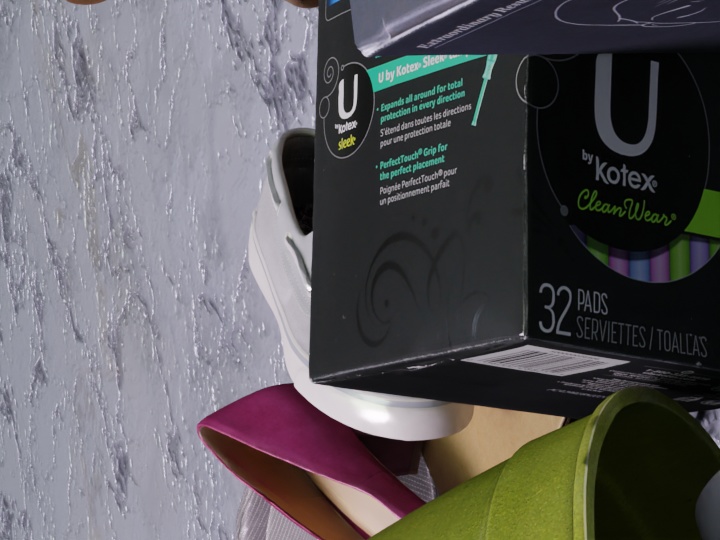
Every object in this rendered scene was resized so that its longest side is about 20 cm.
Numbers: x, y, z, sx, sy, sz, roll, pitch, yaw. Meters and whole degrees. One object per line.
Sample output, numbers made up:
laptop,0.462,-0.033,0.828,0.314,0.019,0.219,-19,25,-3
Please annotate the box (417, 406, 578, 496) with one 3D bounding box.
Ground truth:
box,0.046,0.016,1.024,0.164,0.021,0.201,106,149,-46

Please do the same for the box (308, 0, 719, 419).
box,0.075,-0.058,0.831,0.124,0.148,0.201,-14,70,53

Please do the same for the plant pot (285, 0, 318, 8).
plant pot,0.042,-0.181,0.966,0.092,0.201,0.201,33,137,11

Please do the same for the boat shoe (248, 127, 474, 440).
boat shoe,0.000,0.000,1.026,0.200,0.072,0.069,-114,23,-59

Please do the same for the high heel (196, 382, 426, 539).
high heel,0.002,0.123,1.007,0.200,0.096,0.068,-122,30,-49

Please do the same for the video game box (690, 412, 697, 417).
video game box,0.084,-0.003,1.016,0.200,0.047,0.183,-117,34,-42

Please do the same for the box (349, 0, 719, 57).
box,0.111,-0.130,0.701,0.148,0.199,0.108,-16,80,57

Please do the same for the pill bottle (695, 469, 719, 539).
pill bottle,0.179,0.146,0.730,0.114,0.114,0.201,118,141,-52

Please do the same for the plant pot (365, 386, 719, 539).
plant pot,0.038,0.164,0.807,0.192,0.200,0.202,-21,70,24

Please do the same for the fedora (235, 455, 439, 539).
fedora,-0.007,0.145,1.200,0.177,0.090,0.201,-117,32,-43

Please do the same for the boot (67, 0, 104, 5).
boot,-0.171,-0.288,1.552,0.200,0.076,0.156,112,150,-60
